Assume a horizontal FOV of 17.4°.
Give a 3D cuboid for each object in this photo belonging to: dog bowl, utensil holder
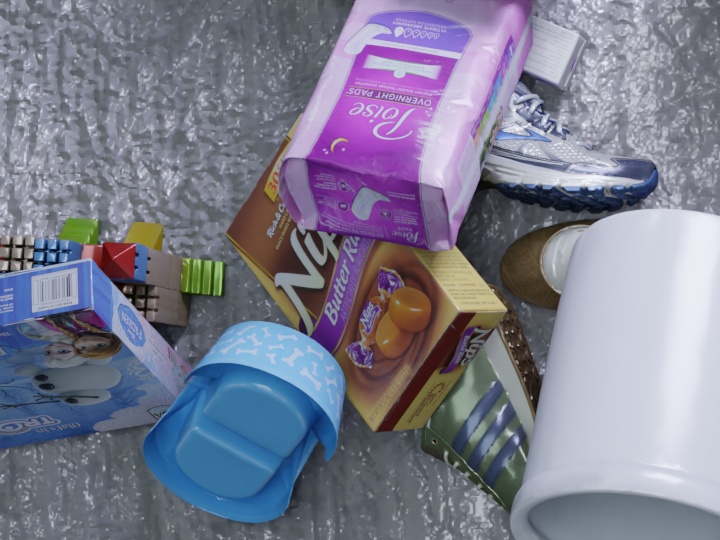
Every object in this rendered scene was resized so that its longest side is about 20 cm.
[{"bbox_3d":[-0.077,0.103,1.621,0.111,0.200,0.050,29,53,-6],"label":"dog bowl"},{"bbox_3d":[0.195,0.085,1.495,0.169,0.170,0.201,6,63,15],"label":"utensil holder"}]

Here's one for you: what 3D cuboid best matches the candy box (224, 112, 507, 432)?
[{"bbox_3d":[0.000,0.000,1.622,0.200,0.056,0.117,52,123,31],"label":"candy box"}]

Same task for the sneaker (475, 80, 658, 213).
[{"bbox_3d":[0.111,-0.093,1.639,0.199,0.077,0.086,10,83,14],"label":"sneaker"}]

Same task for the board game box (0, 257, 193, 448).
[{"bbox_3d":[-0.242,0.066,1.648,0.199,0.199,0.044,-11,64,13],"label":"board game box"}]

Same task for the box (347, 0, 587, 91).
[{"bbox_3d":[0.062,-0.184,1.676,0.199,0.039,0.042,23,92,15],"label":"box"}]

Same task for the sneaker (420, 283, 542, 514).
[{"bbox_3d":[0.088,0.118,1.634,0.090,0.067,0.201,-22,80,20],"label":"sneaker"}]

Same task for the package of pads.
[{"bbox_3d":[0.032,-0.113,1.578,0.120,0.076,0.200,10,53,18],"label":"package of pads"}]

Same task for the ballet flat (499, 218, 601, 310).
[{"bbox_3d":[0.189,0.000,1.611,0.199,0.072,0.068,9,86,15],"label":"ballet flat"}]

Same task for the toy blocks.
[{"bbox_3d":[-0.213,0.007,1.678,0.199,0.137,0.100,3,86,15],"label":"toy blocks"}]
